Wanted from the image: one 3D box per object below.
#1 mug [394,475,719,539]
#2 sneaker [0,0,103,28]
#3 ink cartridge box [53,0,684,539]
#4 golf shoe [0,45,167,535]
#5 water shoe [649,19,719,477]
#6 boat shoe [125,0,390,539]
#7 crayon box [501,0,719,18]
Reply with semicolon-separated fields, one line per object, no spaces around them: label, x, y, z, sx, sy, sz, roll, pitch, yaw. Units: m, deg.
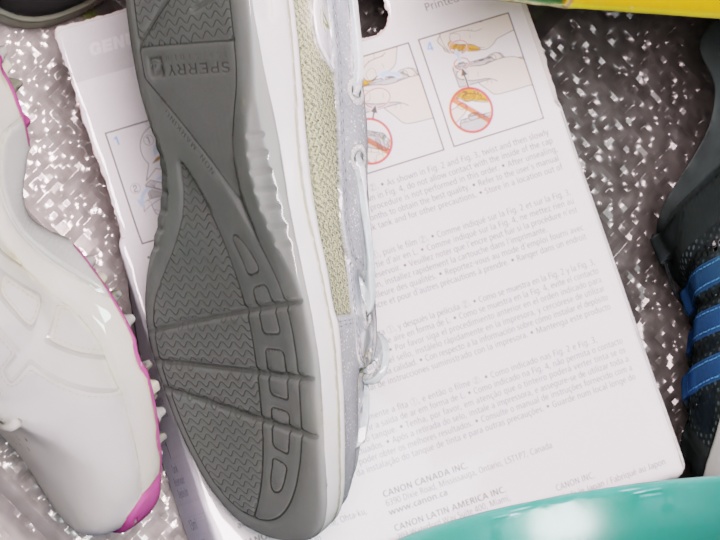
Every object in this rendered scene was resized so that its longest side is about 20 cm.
mug;0.091;0.129;0.798;0.184;0.152;0.115;-9;94;13
sneaker;-0.038;-0.153;0.866;0.200;0.106;0.075;-43;97;-18
ink cartridge box;0.000;0.000;0.895;0.160;0.050;0.201;-18;84;-18
golf shoe;-0.127;0.004;0.816;0.091;0.075;0.201;-37;114;-30
water shoe;0.137;0.009;0.925;0.071;0.079;0.201;0;109;-37
boat shoe;-0.023;-0.020;0.816;0.065;0.074;0.203;-18;105;-42
crayon box;0.110;-0.127;0.891;0.199;0.127;0.051;1;120;-22
